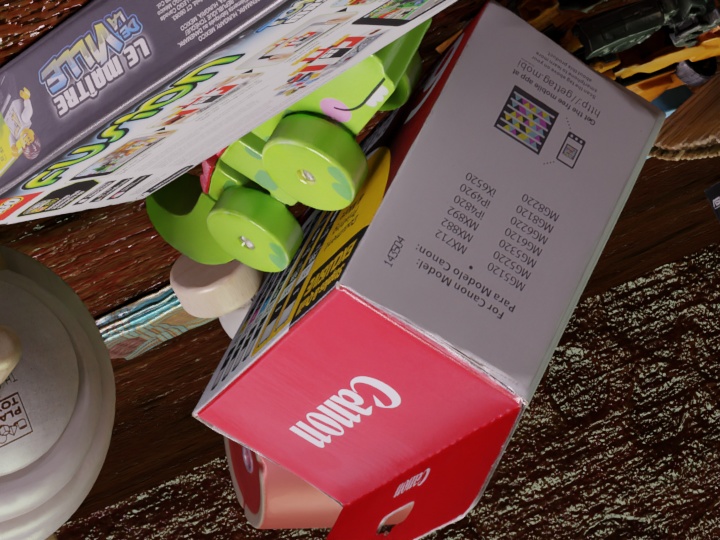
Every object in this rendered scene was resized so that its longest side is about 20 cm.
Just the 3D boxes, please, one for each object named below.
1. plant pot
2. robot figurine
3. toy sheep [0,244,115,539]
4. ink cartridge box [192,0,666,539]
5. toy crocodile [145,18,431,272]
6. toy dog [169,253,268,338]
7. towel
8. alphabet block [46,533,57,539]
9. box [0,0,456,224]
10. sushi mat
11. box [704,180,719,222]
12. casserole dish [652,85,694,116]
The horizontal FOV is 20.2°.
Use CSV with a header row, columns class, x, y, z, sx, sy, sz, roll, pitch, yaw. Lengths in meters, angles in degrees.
class,x,y,z,sx,sy,sz,roll,pitch,yaw
plant pot,-0.034,0.167,1.995,0.176,0.202,0.200,-10,170,-18
robot figurine,0.112,-0.102,0.876,0.199,0.058,0.145,-19,171,-45
toy sheep,-0.156,0.048,0.773,0.137,0.139,0.200,-22,173,-18
ink cartridge box,0.011,0.020,0.788,0.176,0.084,0.200,-62,-172,-25
toy crocodile,-0.028,-0.054,0.777,0.068,0.062,0.200,-61,-171,-26
toy dog,0.000,0.000,1.099,0.199,0.097,0.132,3,134,7
towel,-0.079,0.011,1.255,0.199,0.022,0.147,-25,173,10
alphabet block,-0.353,0.276,1.591,0.196,0.201,0.195,-28,173,31
box,-0.045,-0.073,0.645,0.199,0.035,0.110,-29,172,34
sushi mat,0.213,-0.120,0.927,0.200,0.012,0.096,-43,-168,-10
box,0.486,-0.126,2.104,0.199,0.048,0.193,-23,176,-22
casserole dish,0.147,-0.085,1.228,0.121,0.039,0.200,-26,174,16
